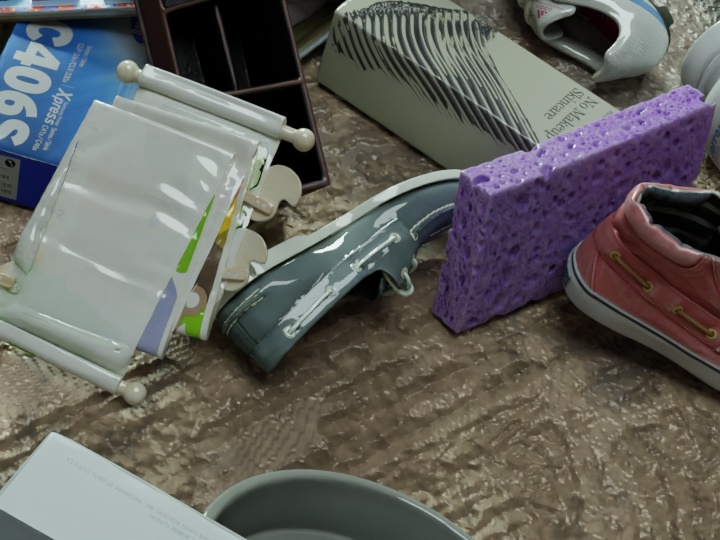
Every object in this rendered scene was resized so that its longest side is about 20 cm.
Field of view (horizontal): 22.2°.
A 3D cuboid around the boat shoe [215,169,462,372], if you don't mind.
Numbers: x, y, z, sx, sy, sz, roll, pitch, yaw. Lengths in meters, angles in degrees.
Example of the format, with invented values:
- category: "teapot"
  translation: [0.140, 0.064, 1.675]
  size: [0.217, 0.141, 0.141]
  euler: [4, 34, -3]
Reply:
- category: "boat shoe"
  translation: [0.000, 0.000, 1.119]
  size: [0.200, 0.073, 0.062]
  euler: [-27, 74, -32]

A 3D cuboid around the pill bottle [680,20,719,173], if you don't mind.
- category: "pill bottle"
  translation: [0.302, -0.083, 1.252]
  size: [0.112, 0.112, 0.200]
  euler: [-9, 51, -24]

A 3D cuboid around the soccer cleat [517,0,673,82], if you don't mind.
- category: "soccer cleat"
  translation: [0.142, -0.215, 1.352]
  size: [0.086, 0.070, 0.200]
  euler: [-26, 61, -35]

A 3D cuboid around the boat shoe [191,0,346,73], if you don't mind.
- category: "boat shoe"
  translation: [-0.050, -0.170, 1.246]
  size: [0.065, 0.075, 0.202]
  euler: [20, 37, 20]

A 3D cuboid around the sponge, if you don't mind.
- category: "sponge"
  translation: [0.137, -0.040, 1.160]
  size: [0.200, 0.112, 0.030]
  euler: [-22, 48, -33]

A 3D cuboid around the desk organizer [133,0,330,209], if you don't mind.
- category: "desk organizer"
  translation: [-0.085, -0.135, 1.132]
  size: [0.071, 0.077, 0.201]
  euler: [-13, 89, -27]

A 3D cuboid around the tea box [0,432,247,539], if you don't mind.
- category: "tea box"
  translation: [-0.139, 0.217, 0.777]
  size: [0.133, 0.200, 0.197]
  euler: [29, 48, 9]

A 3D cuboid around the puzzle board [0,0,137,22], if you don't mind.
- category: "puzzle board"
  translation: [-0.200, -0.219, 1.224]
  size: [0.199, 0.017, 0.151]
  euler: [-2, 45, -2]

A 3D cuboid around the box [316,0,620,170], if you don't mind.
- category: "box"
  translation: [0.074, -0.117, 1.241]
  size: [0.200, 0.069, 0.082]
  euler: [34, 48, 15]

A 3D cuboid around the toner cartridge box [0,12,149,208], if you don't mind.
- category: "toner cartridge box"
  translation: [-0.184, -0.122, 1.183]
  size: [0.095, 0.043, 0.200]
  euler: [16, 46, -4]

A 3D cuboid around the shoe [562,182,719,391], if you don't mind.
- category: "shoe"
  translation: [0.230, 0.017, 1.133]
  size: [0.199, 0.091, 0.072]
  euler: [25, 49, -10]

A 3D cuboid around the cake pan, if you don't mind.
- category: "cake pan"
  translation: [0.001, 0.184, 0.931]
  size: [0.200, 0.037, 0.201]
  euler: [20, 31, -13]

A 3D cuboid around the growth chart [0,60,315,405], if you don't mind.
- category: "growth chart"
  translation: [-0.126, -0.023, 1.060]
  size: [0.144, 0.018, 0.200]
  euler: [30, 80, 8]
